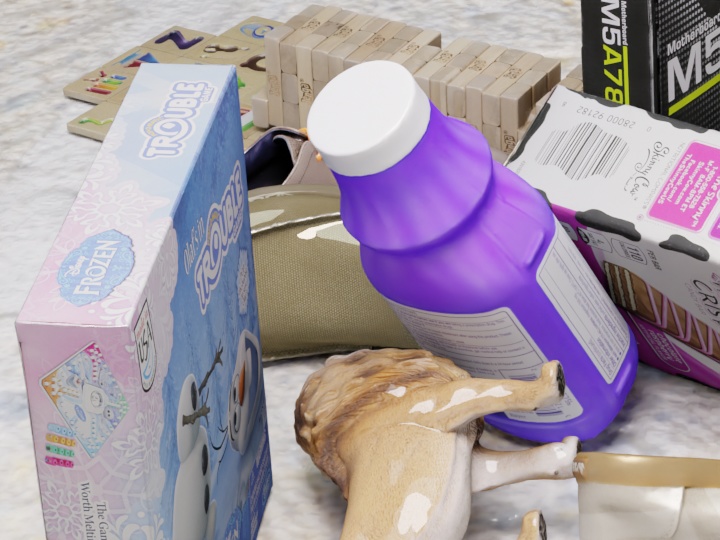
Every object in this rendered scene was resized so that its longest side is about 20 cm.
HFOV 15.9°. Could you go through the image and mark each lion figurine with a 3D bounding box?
[{"bbox_3d":[0.020,0.097,1.007,0.122,0.073,0.200,-8,32,16],"label":"lion figurine"}]

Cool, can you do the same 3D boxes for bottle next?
[{"bbox_3d":[0.043,-0.006,1.055,0.083,0.200,0.065,9,60,38],"label":"bottle"}]

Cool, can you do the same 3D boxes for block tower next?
[{"bbox_3d":[0.040,-0.089,1.341,0.200,0.058,0.054,14,33,27],"label":"block tower"}]

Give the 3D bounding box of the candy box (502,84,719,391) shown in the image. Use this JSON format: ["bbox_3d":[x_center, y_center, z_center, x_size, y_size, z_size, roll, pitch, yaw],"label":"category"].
[{"bbox_3d":[0.168,0.005,1.075,0.200,0.136,0.061,19,69,37],"label":"candy box"}]

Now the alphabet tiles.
[{"bbox_3d":[-0.058,-0.097,1.430,0.200,0.006,0.166,16,35,33],"label":"alphabet tiles"}]

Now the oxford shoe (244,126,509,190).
[{"bbox_3d":[-0.010,-0.034,1.240,0.200,0.073,0.071,-17,31,-21],"label":"oxford shoe"}]

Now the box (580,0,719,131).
[{"bbox_3d":[0.175,-0.122,1.249,0.047,0.193,0.200,18,35,32],"label":"box"}]

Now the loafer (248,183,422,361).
[{"bbox_3d":[0.000,0.000,1.176,0.200,0.076,0.067,-13,24,-14],"label":"loafer"}]

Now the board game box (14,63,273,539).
[{"bbox_3d":[-0.074,0.054,0.964,0.043,0.199,0.200,0,30,9],"label":"board game box"}]

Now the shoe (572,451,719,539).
[{"bbox_3d":[0.181,0.097,1.009,0.200,0.053,0.070,1,-9,-5],"label":"shoe"}]
